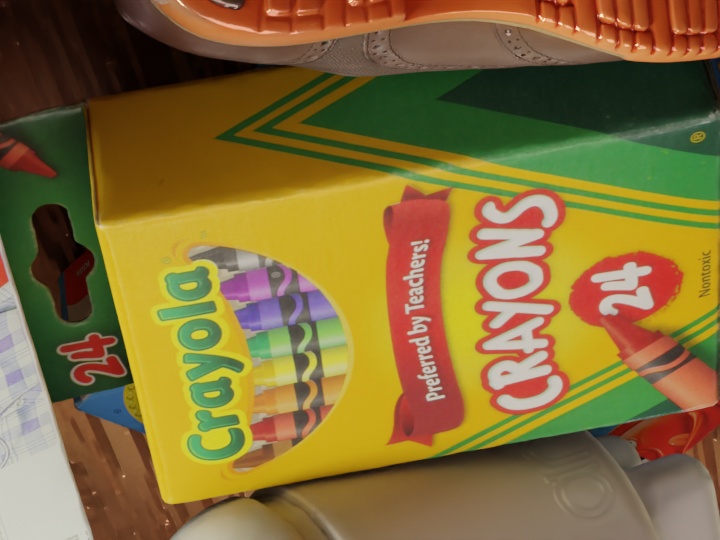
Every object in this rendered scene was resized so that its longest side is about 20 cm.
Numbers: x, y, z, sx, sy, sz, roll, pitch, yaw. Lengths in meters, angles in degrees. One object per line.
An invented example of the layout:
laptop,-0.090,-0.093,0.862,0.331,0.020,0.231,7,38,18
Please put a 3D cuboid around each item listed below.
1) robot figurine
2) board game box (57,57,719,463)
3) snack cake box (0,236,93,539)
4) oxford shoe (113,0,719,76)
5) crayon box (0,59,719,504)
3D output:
robot figurine,0.015,0.109,0.809,0.200,0.170,0.113,-17,99,-26
board game box,0.042,-0.004,0.839,0.200,0.056,0.196,22,129,-33
snack cake box,-0.148,0.034,0.745,0.115,0.067,0.200,-21,139,-11
oxford shoe,0.033,-0.084,0.690,0.200,0.071,0.073,0,172,-19
crayon box,0.000,0.000,0.752,0.200,0.051,0.127,-10,139,-1
